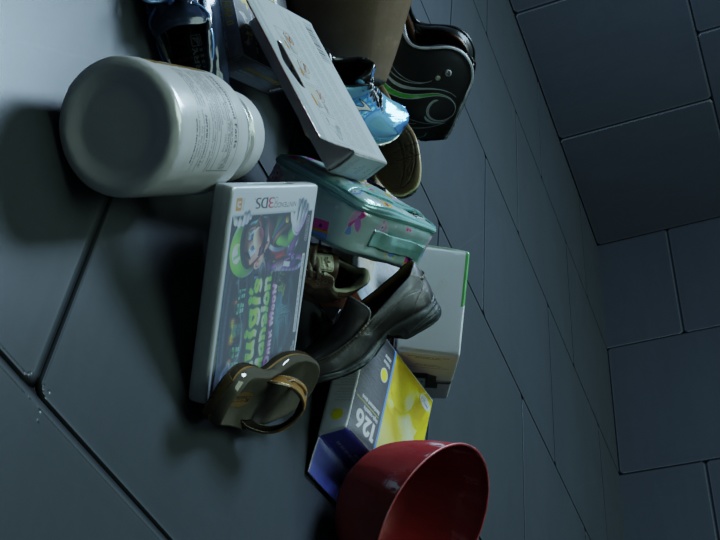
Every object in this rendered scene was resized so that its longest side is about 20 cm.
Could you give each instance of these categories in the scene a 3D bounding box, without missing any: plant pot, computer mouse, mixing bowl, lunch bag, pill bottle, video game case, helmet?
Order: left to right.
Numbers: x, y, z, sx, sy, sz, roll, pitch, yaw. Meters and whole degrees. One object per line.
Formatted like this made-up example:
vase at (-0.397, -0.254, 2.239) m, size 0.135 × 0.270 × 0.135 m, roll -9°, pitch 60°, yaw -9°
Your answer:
pill bottle at (-0.163, -0.123, 0.969) m, size 0.200 × 0.114 × 0.115 m, roll -14°, pitch 90°, yaw -71°
video game case at (-0.099, 0.015, 1.065) m, size 0.182 × 0.023 × 0.201 m, roll -12°, pitch 112°, yaw -67°
computer mouse at (-0.052, 0.054, 1.301) m, size 0.200 × 0.034 × 0.059 m, roll 51°, pitch 42°, yaw -40°
plant pot at (-0.018, -0.339, 1.464) m, size 0.200 × 0.199 × 0.175 m, roll -5°, pitch 101°, yaw -71°
lunch bag at (-0.007, -0.065, 1.271) m, size 0.200 × 0.160 × 0.077 m, roll 12°, pitch 104°, yaw -58°
mixing bowl at (0.044, 0.269, 1.238) m, size 0.200 × 0.108 × 0.201 m, roll -23°, pitch 122°, yaw -42°
helmet at (0.067, -0.297, 1.619) m, size 0.200 × 0.190 × 0.201 m, roll -160°, pitch -90°, yaw -87°

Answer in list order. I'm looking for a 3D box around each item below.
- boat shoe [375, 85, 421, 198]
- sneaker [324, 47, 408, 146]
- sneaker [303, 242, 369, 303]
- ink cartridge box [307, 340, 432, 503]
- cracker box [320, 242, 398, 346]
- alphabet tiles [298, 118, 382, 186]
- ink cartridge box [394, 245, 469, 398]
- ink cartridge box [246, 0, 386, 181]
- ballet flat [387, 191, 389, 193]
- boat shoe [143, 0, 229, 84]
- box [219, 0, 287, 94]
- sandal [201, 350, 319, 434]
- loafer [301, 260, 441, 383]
boat shoe at (0.039, -0.175, 1.502) m, size 0.065 × 0.073 × 0.201 m, roll 61°, pitch 10°, yaw -59°
sneaker at (-0.002, -0.220, 1.392) m, size 0.200 × 0.090 × 0.079 m, roll 17°, pitch 47°, yaw -45°
sneaker at (-0.066, -0.013, 1.192) m, size 0.200 × 0.075 × 0.071 m, roll 19°, pitch 63°, yaw -56°
ink cartridge box at (0.018, 0.193, 1.315) m, size 0.198 × 0.047 × 0.201 m, roll 55°, pitch 38°, yaw -46°
cracker box at (0.000, 0.000, 1.430) m, size 0.200 × 0.057 × 0.134 m, roll -81°, pitch 150°, yaw -50°
alphabet tiles at (-0.027, -0.163, 1.438) m, size 0.200 × 0.006 × 0.167 m, roll 36°, pitch 26°, yaw -49°
ink cartridge box at (0.089, 0.073, 1.457) m, size 0.200 × 0.083 × 0.147 m, roll 92°, pitch 5°, yaw -69°
ink cartridge box at (-0.063, -0.197, 1.182) m, size 0.200 × 0.043 × 0.173 m, roll 62°, pitch 21°, yaw 14°
ballet flat at (0.044, -0.043, 1.595) m, size 0.064 × 0.075 × 0.200 m, roll -52°, pitch 128°, yaw -27°
boat shoe at (-0.168, -0.246, 1.083) m, size 0.069 × 0.084 × 0.201 m, roll -78°, pitch 148°, yaw -73°
box at (-0.137, -0.319, 1.274) m, size 0.158 × 0.048 × 0.201 m, roll 10°, pitch 68°, yaw -70°
sandal at (-0.083, 0.123, 1.060) m, size 0.082 × 0.054 × 0.200 m, roll -60°, pitch 163°, yaw 5°
loafer at (-0.004, 0.060, 1.235) m, size 0.200 × 0.073 × 0.073 m, roll -31°, pitch 114°, yaw -26°
